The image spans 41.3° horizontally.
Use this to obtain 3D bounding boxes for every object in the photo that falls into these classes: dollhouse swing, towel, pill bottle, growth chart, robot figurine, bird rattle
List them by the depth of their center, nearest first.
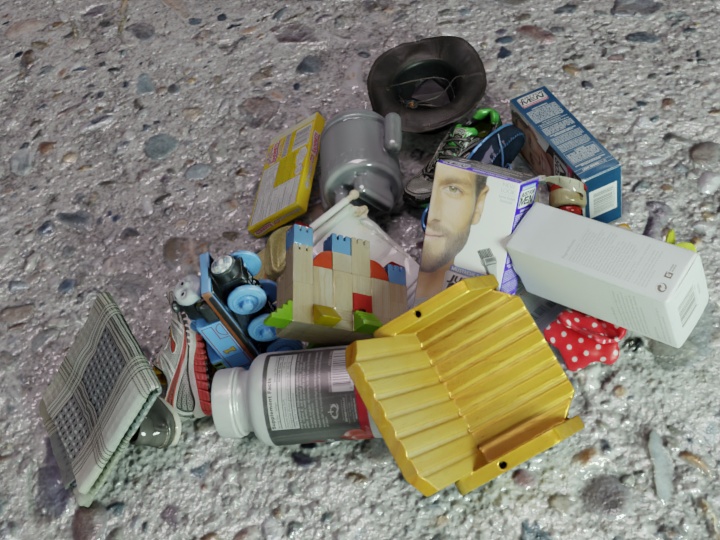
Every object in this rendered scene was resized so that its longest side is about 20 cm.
[{"bbox_3d":[0.111,0.115,0.998,0.182,0.176,0.200,-31,75,8],"label":"dollhouse swing"},{"bbox_3d":[-0.067,0.147,1.118,0.200,0.111,0.111,-6,47,9],"label":"pill bottle"},{"bbox_3d":[-0.325,0.153,1.153,0.200,0.035,0.193,-57,47,18],"label":"towel"},{"bbox_3d":[0.304,0.024,1.155,0.200,0.113,0.163,-30,49,3],"label":"bird rattle"},{"bbox_3d":[0.000,0.000,1.225,0.145,0.018,0.200,-35,72,-20],"label":"growth chart"},{"bbox_3d":[-0.001,-0.154,1.372,0.170,0.113,0.200,-37,39,28],"label":"robot figurine"}]

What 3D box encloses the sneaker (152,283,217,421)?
[{"bbox_3d":[-0.231,0.101,1.220,0.082,0.078,0.200,-19,51,4],"label":"sneaker"}]

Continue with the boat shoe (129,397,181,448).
[{"bbox_3d":[-0.296,0.157,1.177,0.057,0.067,0.200,4,17,-47],"label":"boat shoe"}]

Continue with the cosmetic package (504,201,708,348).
[{"bbox_3d":[0.269,0.002,1.051,0.200,0.102,0.074,25,70,37],"label":"cosmetic package"}]

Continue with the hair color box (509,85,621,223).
[{"bbox_3d":[0.279,-0.155,1.312,0.060,0.100,0.200,-23,47,-6],"label":"hair color box"}]

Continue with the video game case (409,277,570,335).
[{"bbox_3d":[0.140,0.057,1.209,0.200,0.023,0.182,-38,51,-19],"label":"video game case"}]

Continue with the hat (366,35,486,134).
[{"bbox_3d":[0.107,-0.267,1.474,0.200,0.081,0.201,-8,55,12],"label":"hat"}]

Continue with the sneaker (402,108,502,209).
[{"bbox_3d":[0.129,-0.162,1.367,0.078,0.085,0.200,29,61,33],"label":"sneaker"}]

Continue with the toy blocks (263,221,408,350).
[{"bbox_3d":[-0.021,0.020,1.144,0.200,0.100,0.137,13,59,-24],"label":"toy blocks"}]

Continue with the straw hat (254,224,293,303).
[{"bbox_3d":[-0.089,-0.013,1.285,0.201,0.085,0.201,-7,47,7],"label":"straw hat"}]

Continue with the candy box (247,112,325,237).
[{"bbox_3d":[-0.108,-0.144,1.422,0.102,0.026,0.200,-27,38,35],"label":"candy box"}]

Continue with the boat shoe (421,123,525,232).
[{"bbox_3d":[0.170,-0.111,1.321,0.069,0.084,0.200,34,84,33],"label":"boat shoe"}]

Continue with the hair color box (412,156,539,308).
[{"bbox_3d":[0.133,-0.025,1.134,0.109,0.200,0.065,18,20,28],"label":"hair color box"}]

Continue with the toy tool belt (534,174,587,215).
[{"bbox_3d":[0.188,-0.043,1.210,0.200,0.125,0.123,-4,76,11],"label":"toy tool belt"}]

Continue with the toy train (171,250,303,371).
[{"bbox_3d":[-0.148,0.060,1.163,0.114,0.200,0.087,-23,46,8],"label":"toy train"}]
